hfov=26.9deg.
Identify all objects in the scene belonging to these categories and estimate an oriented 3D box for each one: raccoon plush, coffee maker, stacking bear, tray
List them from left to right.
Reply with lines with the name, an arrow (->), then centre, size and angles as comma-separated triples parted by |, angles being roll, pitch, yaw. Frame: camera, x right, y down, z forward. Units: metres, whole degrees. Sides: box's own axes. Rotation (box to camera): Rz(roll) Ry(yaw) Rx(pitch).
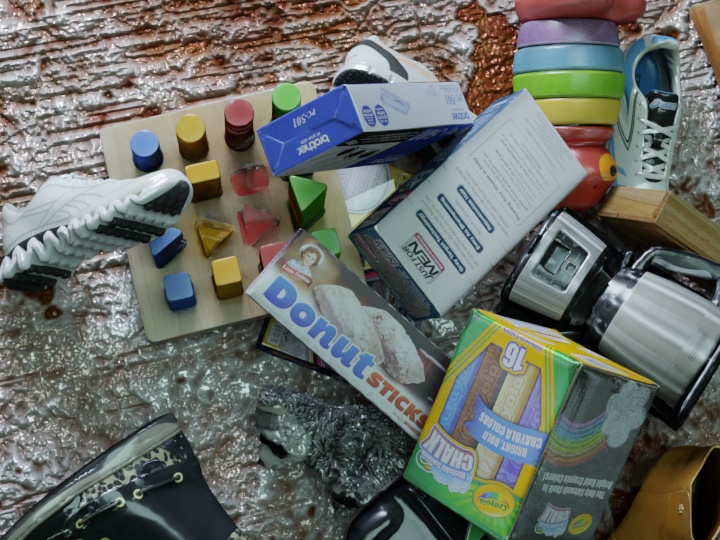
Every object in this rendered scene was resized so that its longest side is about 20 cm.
raccoon plush -> 0.001, 0.122, 1.329 | 0.200, 0.097, 0.134 | -36, 86, -16
stacking bear -> 0.199, -0.155, 1.414 | 0.121, 0.113, 0.201 | -2, 92, -57
coffee maker -> 0.228, 0.052, 1.369 | 0.200, 0.192, 0.135 | 33, 59, 14
tray -> 0.323, -0.011, 1.397 | 0.200, 0.099, 0.037 | 31, 84, -22

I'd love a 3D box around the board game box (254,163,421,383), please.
board game box -> 0.000, 0.000, 1.377 | 0.135, 0.035, 0.201 | 21, 77, -9

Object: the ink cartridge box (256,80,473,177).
ink cartridge box -> 0.009, -0.120, 1.260 | 0.200, 0.094, 0.044 | -14, 82, -59

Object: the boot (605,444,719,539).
boot -> 0.269, 0.251, 1.344 | 0.071, 0.144, 0.202 | 19, 77, -9

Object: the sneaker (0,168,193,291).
sneaker -> -0.231, -0.051, 1.270 | 0.199, 0.075, 0.081 | -22, 68, 25

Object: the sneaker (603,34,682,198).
sneaker -> 0.274, -0.130, 1.445 | 0.072, 0.072, 0.201 | 5, 81, -14

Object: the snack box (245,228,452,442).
snack box -> 0.002, 0.056, 1.252 | 0.200, 0.024, 0.072 | 42, 86, -14

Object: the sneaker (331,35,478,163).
sneaker -> 0.068, -0.149, 1.399 | 0.200, 0.074, 0.080 | 34, 39, -18

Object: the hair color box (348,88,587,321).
hair color box -> 0.095, -0.058, 1.314 | 0.200, 0.060, 0.100 | -43, 102, -23

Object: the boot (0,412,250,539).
boot -> -0.200, 0.236, 1.271 | 0.203, 0.073, 0.154 | -37, 93, -17

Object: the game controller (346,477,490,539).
game controller -> 0.079, 0.271, 1.280 | 0.104, 0.042, 0.200 | -38, 86, -5

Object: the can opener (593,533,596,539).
can opener -> 0.178, 0.179, 1.313 | 0.063, 0.079, 0.201 | 3, 87, -4

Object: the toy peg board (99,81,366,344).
toy peg board -> -0.111, -0.062, 1.304 | 0.198, 0.098, 0.201 | -13, 78, -7

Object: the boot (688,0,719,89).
boot -> 0.438, -0.188, 1.512 | 0.188, 0.068, 0.201 | -10, 76, -7

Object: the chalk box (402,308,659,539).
chalk box -> 0.131, 0.152, 1.239 | 0.124, 0.124, 0.201 | 17, 99, -47

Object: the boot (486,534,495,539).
boot -> 0.117, 0.224, 1.351 | 0.199, 0.072, 0.155 | 11, 77, -12
